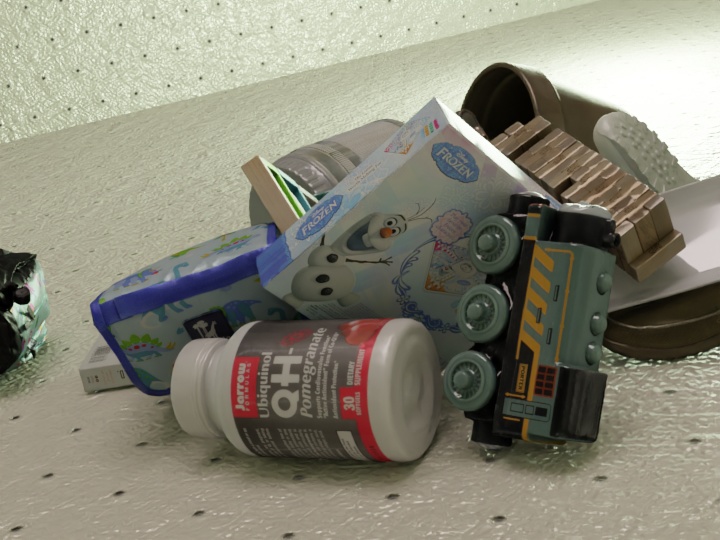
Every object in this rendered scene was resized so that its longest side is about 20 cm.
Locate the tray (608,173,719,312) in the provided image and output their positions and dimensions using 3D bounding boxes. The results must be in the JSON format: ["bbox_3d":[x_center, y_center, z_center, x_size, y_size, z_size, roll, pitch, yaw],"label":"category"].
[{"bbox_3d":[0.267,-0.021,1.098,0.200,0.022,0.107,-18,51,23],"label":"tray"}]

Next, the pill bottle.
[{"bbox_3d":[-0.045,0.094,1.023,0.200,0.111,0.111,-2,18,26],"label":"pill bottle"}]

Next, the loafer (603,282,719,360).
[{"bbox_3d":[0.300,0.027,1.104,0.200,0.068,0.076,-10,16,2],"label":"loafer"}]

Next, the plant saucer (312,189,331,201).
[{"bbox_3d":[0.000,0.000,1.303,0.200,0.036,0.200,3,50,-4],"label":"plant saucer"}]

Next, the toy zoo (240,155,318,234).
[{"bbox_3d":[-0.036,-0.025,1.184,0.020,0.131,0.200,-34,-18,7],"label":"toy zoo"}]

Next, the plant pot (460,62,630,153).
[{"bbox_3d":[0.236,-0.147,1.562,0.173,0.200,0.200,1,11,-23],"label":"plant pot"}]

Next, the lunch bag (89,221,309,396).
[{"bbox_3d":[-0.130,0.030,1.144,0.170,0.128,0.200,-21,-14,3],"label":"lunch bag"}]

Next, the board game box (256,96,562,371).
[{"bbox_3d":[0.055,-0.015,1.048,0.199,0.200,0.043,-40,40,19],"label":"board game box"}]

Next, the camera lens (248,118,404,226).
[{"bbox_3d":[-0.007,-0.079,1.486,0.200,0.160,0.160,-25,22,-39],"label":"camera lens"}]

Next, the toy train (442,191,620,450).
[{"bbox_3d":[0.135,0.040,0.969,0.114,0.200,0.085,7,-6,39],"label":"toy train"}]

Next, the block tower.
[{"bbox_3d":[0.194,-0.069,1.124,0.054,0.058,0.200,-37,43,-8],"label":"block tower"}]

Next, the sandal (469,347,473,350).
[{"bbox_3d":[0.046,0.052,1.192,0.200,0.055,0.082,-15,23,-15],"label":"sandal"}]

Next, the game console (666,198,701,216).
[{"bbox_3d":[0.241,-0.029,1.242,0.200,0.118,0.171,-4,18,21],"label":"game console"}]

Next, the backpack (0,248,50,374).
[{"bbox_3d":[-0.413,0.049,1.378,0.167,0.127,0.200,2,16,3],"label":"backpack"}]

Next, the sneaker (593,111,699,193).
[{"bbox_3d":[0.285,-0.082,1.305,0.080,0.200,0.076,-18,43,38],"label":"sneaker"}]

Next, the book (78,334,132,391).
[{"bbox_3d":[-0.172,0.067,1.309,0.200,0.048,0.134,-9,20,8],"label":"book"}]

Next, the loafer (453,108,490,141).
[{"bbox_3d":[0.145,-0.109,1.480,0.072,0.200,0.063,18,-40,-35],"label":"loafer"}]
